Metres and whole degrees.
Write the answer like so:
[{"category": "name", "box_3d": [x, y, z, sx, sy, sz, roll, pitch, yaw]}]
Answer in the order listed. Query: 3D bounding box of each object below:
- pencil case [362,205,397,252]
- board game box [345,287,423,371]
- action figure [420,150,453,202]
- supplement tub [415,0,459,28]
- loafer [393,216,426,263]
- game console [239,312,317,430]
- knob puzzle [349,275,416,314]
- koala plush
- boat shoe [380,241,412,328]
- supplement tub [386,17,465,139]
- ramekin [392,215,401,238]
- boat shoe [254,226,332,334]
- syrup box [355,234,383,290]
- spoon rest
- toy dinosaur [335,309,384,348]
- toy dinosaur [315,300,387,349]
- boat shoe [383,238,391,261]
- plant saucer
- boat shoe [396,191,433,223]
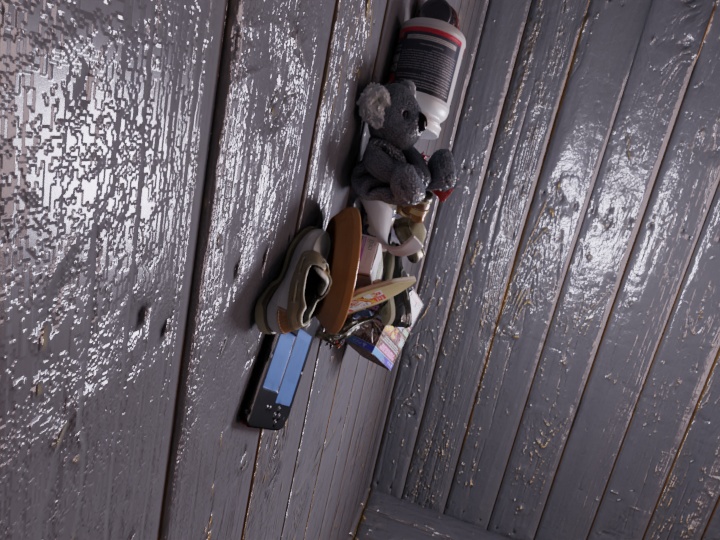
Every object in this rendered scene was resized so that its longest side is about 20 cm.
[{"category": "pencil case", "box_3d": [0.045, -0.134, 1.192, 0.090, 0.076, 0.204, -127, -141, -50]}, {"category": "board game box", "box_3d": [0.061, 0.127, 1.408, 0.203, 0.096, 0.160, -61, 150, -13]}, {"category": "action figure", "box_3d": [0.116, -0.231, 1.172, 0.052, 0.199, 0.065, -50, 174, 23]}, {"category": "supplement tub", "box_3d": [0.175, -0.539, 1.267, 0.200, 0.105, 0.109, 16, 90, -79]}, {"category": "loafer", "box_3d": [0.117, -0.083, 1.255, 0.076, 0.067, 0.201, 59, 6, -25]}, {"category": "game console", "box_3d": [-0.119, 0.144, 0.857, 0.177, 0.030, 0.204, 71, 35, -72]}, {"category": "knob puzzle", "box_3d": [0.013, 0.044, 1.076, 0.220, 0.216, 0.031, 52, 17, -77]}, {"category": "koala plush", "box_3d": [0.059, -0.238, 0.994, 0.176, 0.181, 0.204, -30, 121, -46]}, {"category": "boat shoe", "box_3d": [0.083, 0.032, 1.238, 0.072, 0.066, 0.204, 127, -32, -58]}, {"category": "supplement tub", "box_3d": [0.124, -0.383, 1.111, 0.140, 0.137, 0.204, -2, 107, -79]}, {"category": "ramekin", "box_3d": [0.121, -0.180, 1.496, 0.200, 0.096, 0.205, 16, 90, -80]}, {"category": "boat shoe", "box_3d": [-0.074, 0.013, 0.772, 0.202, 0.067, 0.076, -67, 149, -43]}, {"category": "syrup box", "box_3d": [0.000, 0.000, 1.148, 0.201, 0.080, 0.080, 77, 27, -68]}, {"category": "spoon rest", "box_3d": [0.045, -0.092, 1.066, 0.061, 0.201, 0.099, -42, 135, 6]}, {"category": "toy dinosaur", "box_3d": [-0.016, 0.085, 1.284, 0.180, 0.202, 0.105, -33, 174, -27]}, {"category": "toy dinosaur", "box_3d": [-0.028, 0.119, 1.150, 0.198, 0.048, 0.088, -26, 178, -44]}, {"category": "boat shoe", "box_3d": [0.048, -0.080, 1.320, 0.063, 0.071, 0.204, -57, 153, -59]}, {"category": "plant saucer", "box_3d": [-0.042, -0.003, 0.880, 0.200, 0.037, 0.205, -170, -90, -78]}, {"category": "boat shoe", "box_3d": [0.098, -0.159, 1.242, 0.200, 0.074, 0.076, -128, -137, -64]}]
